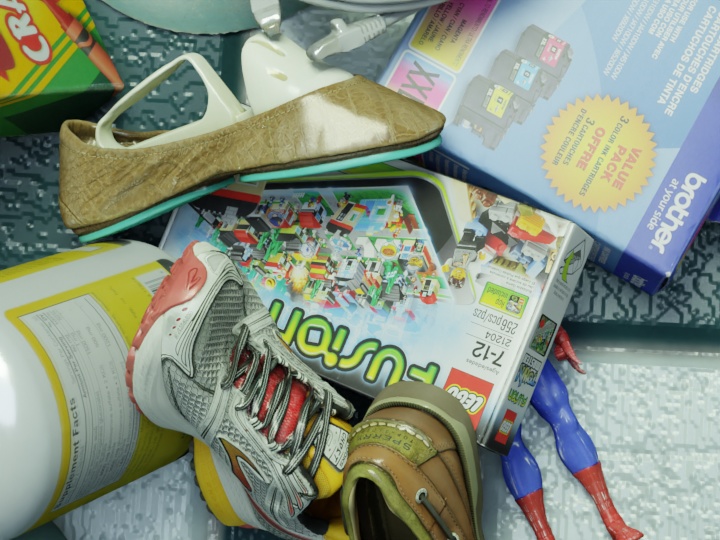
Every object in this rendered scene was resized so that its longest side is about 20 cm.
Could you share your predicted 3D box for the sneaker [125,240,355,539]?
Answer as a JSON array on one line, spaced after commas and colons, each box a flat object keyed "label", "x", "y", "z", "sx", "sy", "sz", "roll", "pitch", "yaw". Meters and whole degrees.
[{"label": "sneaker", "x": -0.040, "y": 0.058, "z": 0.901, "sx": 0.082, "sy": 0.201, "sz": 0.078, "roll": 16, "pitch": 63, "yaw": 28}]

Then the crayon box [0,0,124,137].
[{"label": "crayon box", "x": -0.209, "y": -0.123, "z": 0.934, "sx": 0.051, "sy": 0.199, "sz": 0.128, "roll": -31, "pitch": 82, "yaw": 31}]

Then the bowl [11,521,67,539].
[{"label": "bowl", "x": -0.206, "y": 0.197, "z": 0.903, "sx": 0.199, "sy": 0.105, "sz": 0.203, "roll": -3, "pitch": 102, "yaw": -16}]

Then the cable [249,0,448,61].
[{"label": "cable", "x": 0.015, "y": -0.212, "z": 0.932, "sx": 0.198, "sy": 0.069, "sz": 0.201, "roll": -23, "pitch": 59, "yaw": -5}]

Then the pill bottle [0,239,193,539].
[{"label": "pill bottle", "x": -0.155, "y": 0.057, "z": 0.897, "sx": 0.111, "sy": 0.199, "sz": 0.113, "roll": 8, "pitch": 105, "yaw": 30}]

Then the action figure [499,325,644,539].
[{"label": "action figure", "x": 0.072, "y": 0.047, "z": 0.973, "sx": 0.065, "sy": 0.052, "sz": 0.202, "roll": -25, "pitch": 80, "yaw": 4}]

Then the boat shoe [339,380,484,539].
[{"label": "boat shoe", "x": 0.028, "y": 0.151, "z": 0.909, "sx": 0.071, "sy": 0.068, "sz": 0.202, "roll": -4, "pitch": 118, "yaw": 28}]

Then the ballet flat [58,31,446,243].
[{"label": "ballet flat", "x": -0.060, "y": -0.069, "z": 0.936, "sx": 0.198, "sy": 0.068, "sz": 0.073, "roll": -13, "pitch": 97, "yaw": 25}]

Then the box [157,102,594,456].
[{"label": "box", "x": 0.000, "y": 0.000, "z": 0.954, "sx": 0.199, "sy": 0.035, "sz": 0.111, "roll": 21, "pitch": 86, "yaw": 26}]

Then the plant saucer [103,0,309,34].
[{"label": "plant saucer", "x": -0.076, "y": -0.223, "z": 1.017, "sx": 0.199, "sy": 0.039, "sz": 0.203, "roll": 0, "pitch": 84, "yaw": 3}]

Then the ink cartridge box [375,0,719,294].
[{"label": "ink cartridge box", "x": 0.120, "y": -0.082, "z": 0.971, "sx": 0.199, "sy": 0.076, "sz": 0.137, "roll": 29, "pitch": 86, "yaw": 5}]
